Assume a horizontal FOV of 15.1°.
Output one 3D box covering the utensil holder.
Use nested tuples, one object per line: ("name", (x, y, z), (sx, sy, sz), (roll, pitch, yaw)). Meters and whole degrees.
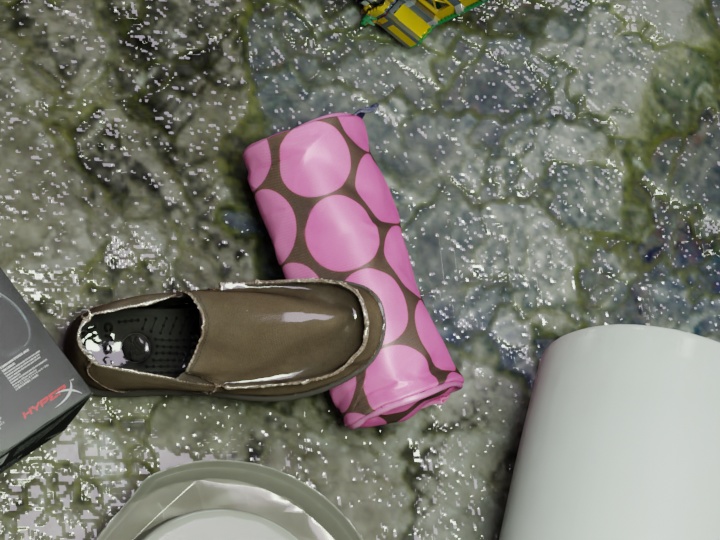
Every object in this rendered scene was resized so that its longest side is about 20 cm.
("utensil holder", (0.167, 0.156, 1.663), (0.169, 0.170, 0.201), (19, 63, -12))

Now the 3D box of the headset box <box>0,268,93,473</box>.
("headset box", (-0.278, 0.042, 1.595), (0.149, 0.077, 0.200), (-35, 84, -28))

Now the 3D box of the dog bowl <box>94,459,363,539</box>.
("dog bowl", (-0.084, 0.216, 1.609), (0.199, 0.059, 0.201), (7, 67, -17))

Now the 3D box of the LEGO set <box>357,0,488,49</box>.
("LEGO set", (0.049, -0.257, 1.787), (0.116, 0.154, 0.201), (37, 68, -23))

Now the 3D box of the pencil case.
("pencil case", (0.000, 0.000, 1.712), (0.094, 0.090, 0.201), (10, 59, -65))

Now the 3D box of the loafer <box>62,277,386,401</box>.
("loafer", (-0.083, 0.044, 1.634), (0.199, 0.071, 0.074), (-9, 82, 1))
